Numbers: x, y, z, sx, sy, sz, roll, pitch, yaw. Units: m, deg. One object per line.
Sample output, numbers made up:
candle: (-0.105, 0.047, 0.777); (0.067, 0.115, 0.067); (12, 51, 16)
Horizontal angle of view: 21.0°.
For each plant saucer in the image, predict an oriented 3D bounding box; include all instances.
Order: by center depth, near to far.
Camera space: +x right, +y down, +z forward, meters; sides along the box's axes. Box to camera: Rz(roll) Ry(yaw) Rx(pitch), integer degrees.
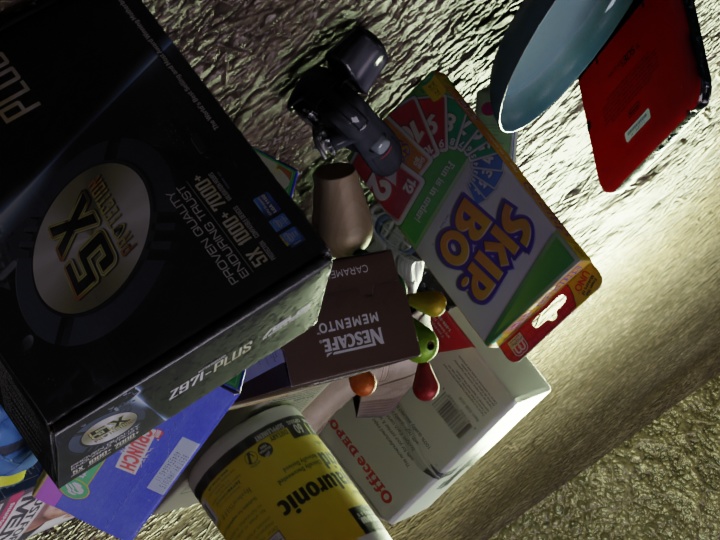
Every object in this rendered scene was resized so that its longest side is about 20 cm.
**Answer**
plant saucer: (0.152, -0.188, 1.386); (0.200, 0.027, 0.200); (-48, 165, -16)

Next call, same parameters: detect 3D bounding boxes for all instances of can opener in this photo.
can opener: (0.002, -0.097, 1.310); (0.079, 0.063, 0.200); (-38, 163, -1)

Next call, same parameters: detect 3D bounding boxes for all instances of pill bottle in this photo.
pill bottle: (-0.041, 0.217, 1.563); (0.111, 0.200, 0.111); (-33, 162, -12)

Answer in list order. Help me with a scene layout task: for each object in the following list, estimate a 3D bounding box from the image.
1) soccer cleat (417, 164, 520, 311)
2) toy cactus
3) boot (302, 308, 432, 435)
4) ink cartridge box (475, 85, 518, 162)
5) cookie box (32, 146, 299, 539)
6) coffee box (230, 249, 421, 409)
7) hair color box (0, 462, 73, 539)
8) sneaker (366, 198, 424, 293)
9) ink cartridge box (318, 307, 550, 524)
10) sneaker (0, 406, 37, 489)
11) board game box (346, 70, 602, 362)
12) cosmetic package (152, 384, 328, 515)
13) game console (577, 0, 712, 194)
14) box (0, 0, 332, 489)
soccer cleat: (0.081, -0.024, 1.685); (0.200, 0.068, 0.073); (-44, -158, 52)
toy cactus: (0.000, 0.000, 1.441); (0.102, 0.200, 0.166); (-16, 118, -17)
boot: (-0.033, 0.079, 1.708); (0.199, 0.070, 0.147); (-10, 137, -19)
ink cartridge box: (0.102, -0.068, 1.476); (0.037, 0.201, 0.095); (5, 164, 7)
cookie box: (-0.120, 0.037, 1.209); (0.171, 0.075, 0.200); (-53, -162, 40)
coffee box: (-0.065, 0.050, 1.379); (0.114, 0.080, 0.200); (-12, 175, -35)
hair color box: (-0.240, 0.151, 1.470); (0.200, 0.061, 0.100); (-21, 157, -46)
sneaker: (0.037, -0.036, 1.537); (0.087, 0.074, 0.200); (-60, -176, -24)
ink cartridge box: (0.064, 0.129, 1.903); (0.200, 0.144, 0.084); (-47, 162, 27)
sneaker: (-0.254, 0.095, 1.154); (0.200, 0.066, 0.079); (-10, 135, -60)
board game box: (0.081, -0.038, 1.391); (0.096, 0.200, 0.030); (-44, 162, 21)
cosmetic package: (-0.107, 0.111, 1.622); (0.200, 0.071, 0.105); (-46, 161, 23)
game console: (0.259, -0.173, 1.525); (0.118, 0.173, 0.200); (-4, 161, -16)
box: (-0.137, -0.025, 0.967); (0.163, 0.200, 0.086); (-31, 164, -19)
